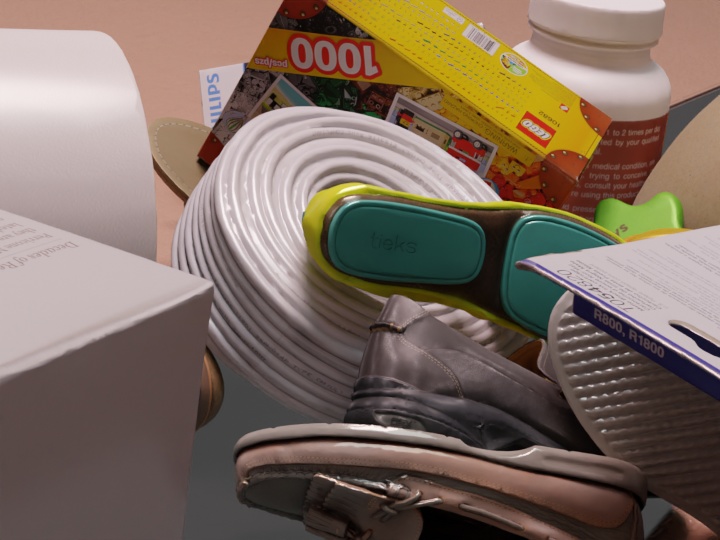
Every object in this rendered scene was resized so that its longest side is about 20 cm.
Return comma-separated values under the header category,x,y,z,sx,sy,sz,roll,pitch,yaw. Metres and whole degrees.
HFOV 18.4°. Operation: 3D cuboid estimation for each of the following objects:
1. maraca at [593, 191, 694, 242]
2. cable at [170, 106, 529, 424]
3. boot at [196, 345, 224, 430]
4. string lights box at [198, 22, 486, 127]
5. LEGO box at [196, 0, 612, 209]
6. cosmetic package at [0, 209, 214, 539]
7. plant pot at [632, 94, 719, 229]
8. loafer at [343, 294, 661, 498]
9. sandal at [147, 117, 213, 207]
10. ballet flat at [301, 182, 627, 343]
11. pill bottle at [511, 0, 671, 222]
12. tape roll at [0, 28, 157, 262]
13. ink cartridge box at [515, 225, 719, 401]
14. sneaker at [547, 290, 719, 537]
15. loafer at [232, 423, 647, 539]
category,x,y,z,sx,sy,sz,roll,pitch,yaw
maraca,0.164,0.027,1.242,0.137,0.107,0.200,-32,41,-3
cable,0.000,0.000,1.187,0.200,0.069,0.200,42,39,9
boot,-0.108,0.035,1.211,0.075,0.074,0.200,8,15,-30
string lights box,-0.002,-0.115,1.533,0.198,0.060,0.103,-9,-11,10
LEGO box,0.025,-0.078,1.327,0.199,0.149,0.077,35,39,2
cosmetic package,-0.193,0.072,0.916,0.199,0.169,0.166,18,21,24
plant pot,0.242,-0.019,1.349,0.133,0.202,0.201,-20,20,4
loafer,0.087,0.069,1.110,0.199,0.073,0.073,19,-17,-31
sandal,-0.052,-0.014,1.382,0.210,0.070,0.078,25,41,-11
ballet flat,0.061,-0.006,1.136,0.198,0.067,0.067,14,2,-19
pill bottle,0.136,-0.078,1.411,0.111,0.202,0.112,7,20,-2
tape roll,-0.199,-0.022,1.129,0.138,0.204,0.203,-1,21,-25
ink cartridge box,0.195,0.041,0.981,0.199,0.041,0.199,-8,31,-44
sneaker,0.167,0.079,1.102,0.200,0.074,0.082,46,10,-7
loafer,0.037,0.115,1.042,0.198,0.072,0.063,5,63,-3
